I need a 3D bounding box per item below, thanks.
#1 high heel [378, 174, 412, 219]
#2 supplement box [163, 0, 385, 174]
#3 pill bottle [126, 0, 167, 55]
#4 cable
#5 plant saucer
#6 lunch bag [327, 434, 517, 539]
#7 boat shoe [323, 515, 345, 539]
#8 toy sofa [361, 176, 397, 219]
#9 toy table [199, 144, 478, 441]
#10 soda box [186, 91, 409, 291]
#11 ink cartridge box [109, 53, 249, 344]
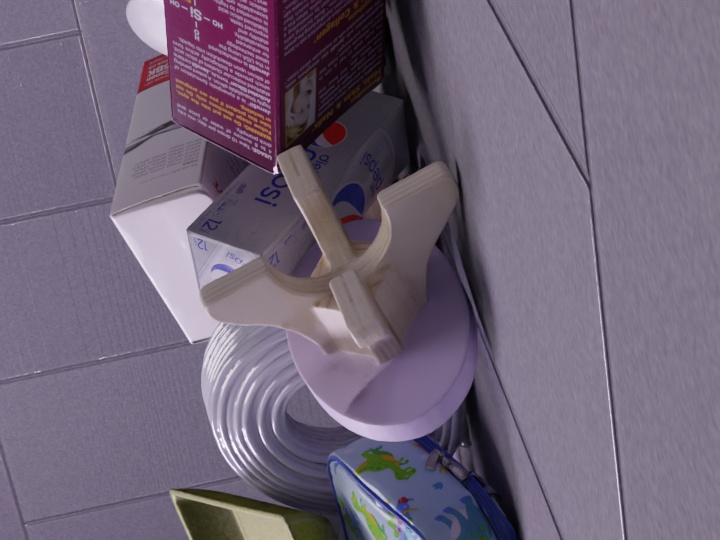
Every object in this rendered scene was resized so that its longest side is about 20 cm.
[{"bbox_3d":[0.051,0.025,1.617,0.067,0.096,0.201,-119,38,-69],"label":"high heel"},{"bbox_3d":[-0.057,-0.190,1.431,0.103,0.131,0.200,27,140,23],"label":"supplement box"},{"bbox_3d":[-0.104,-0.253,1.561,0.111,0.110,0.200,83,-154,-54],"label":"pill bottle"},{"bbox_3d":[-0.019,0.096,1.573,0.069,0.199,0.201,-94,-5,-56],"label":"cable"},{"bbox_3d":[-0.050,0.255,1.616,0.200,0.048,0.200,2,118,60],"label":"plant saucer"},{"bbox_3d":[0.049,0.215,1.523,0.161,0.082,0.201,38,148,48],"label":"lunch bag"},{"bbox_3d":[0.015,0.171,1.674,0.065,0.073,0.201,-22,42,55],"label":"boat shoe"},{"bbox_3d":[0.000,0.000,1.686,0.083,0.097,0.201,-76,-22,-67],"label":"toy sofa"},{"bbox_3d":[-0.005,0.009,1.405,0.200,0.184,0.117,49,172,46],"label":"toy table"},{"bbox_3d":[-0.042,-0.056,1.546,0.200,0.068,0.064,-50,-34,-38],"label":"soda box"},{"bbox_3d":[-0.119,-0.065,1.646,0.200,0.083,0.147,-85,-27,-50],"label":"ink cartridge box"}]
